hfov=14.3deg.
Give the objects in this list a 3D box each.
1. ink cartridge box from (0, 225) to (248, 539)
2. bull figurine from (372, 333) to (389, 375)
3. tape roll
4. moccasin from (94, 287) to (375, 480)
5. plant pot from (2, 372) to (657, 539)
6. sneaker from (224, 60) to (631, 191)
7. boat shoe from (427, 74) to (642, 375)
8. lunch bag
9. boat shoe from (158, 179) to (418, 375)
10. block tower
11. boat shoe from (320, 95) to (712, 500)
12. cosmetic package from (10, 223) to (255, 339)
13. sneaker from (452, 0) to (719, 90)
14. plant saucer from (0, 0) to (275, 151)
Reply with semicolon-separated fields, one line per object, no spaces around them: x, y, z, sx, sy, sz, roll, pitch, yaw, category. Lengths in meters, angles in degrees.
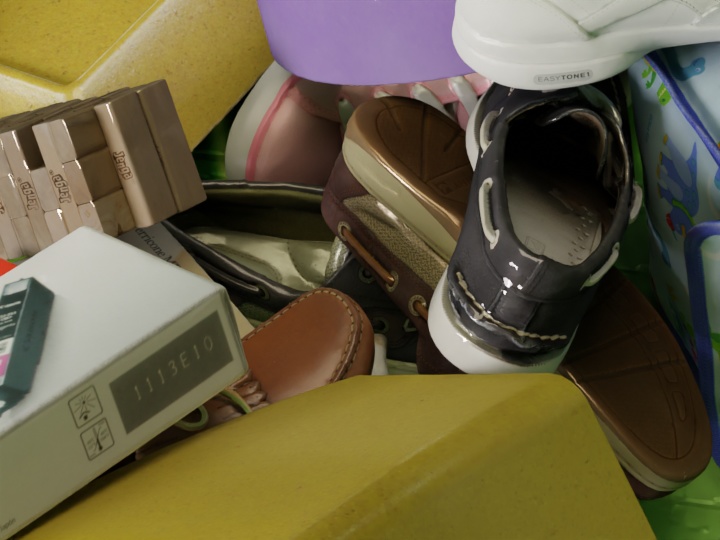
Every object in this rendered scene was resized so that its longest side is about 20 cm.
-0.168;0.048;1.036;0.200;0.044;0.173;-34;36;-28;ink cartridge box
0.004;0.099;1.134;0.199;0.065;0.121;-27;46;-19;bull figurine
0.047;-0.155;1.191;0.199;0.085;0.200;-14;23;6;tape roll
-0.081;0.070;1.087;0.201;0.078;0.074;-32;39;-9;moccasin
0.005;0.140;0.991;0.176;0.201;0.199;-39;20;-32;plant pot
0.042;-0.075;1.252;0.200;0.076;0.105;-33;49;-20;sneaker
0.073;-0.038;1.085;0.074;0.061;0.200;27;38;-1;boat shoe
0.184;0.004;1.104;0.127;0.171;0.201;-22;49;-7;lunch bag
0.000;-0.001;1.208;0.199;0.066;0.072;6;56;16;boat shoe
-0.159;-0.033;1.201;0.199;0.058;0.054;-11;11;41;block tower
0.055;0.022;1.118;0.200;0.072;0.072;46;38;19;boat shoe
-0.145;0.060;1.151;0.199;0.071;0.105;-23;47;-27;cosmetic package
0.128;-0.129;1.053;0.199;0.100;0.075;-15;44;-4;sneaker
-0.124;-0.123;1.305;0.199;0.049;0.200;19;58;40;plant saucer
